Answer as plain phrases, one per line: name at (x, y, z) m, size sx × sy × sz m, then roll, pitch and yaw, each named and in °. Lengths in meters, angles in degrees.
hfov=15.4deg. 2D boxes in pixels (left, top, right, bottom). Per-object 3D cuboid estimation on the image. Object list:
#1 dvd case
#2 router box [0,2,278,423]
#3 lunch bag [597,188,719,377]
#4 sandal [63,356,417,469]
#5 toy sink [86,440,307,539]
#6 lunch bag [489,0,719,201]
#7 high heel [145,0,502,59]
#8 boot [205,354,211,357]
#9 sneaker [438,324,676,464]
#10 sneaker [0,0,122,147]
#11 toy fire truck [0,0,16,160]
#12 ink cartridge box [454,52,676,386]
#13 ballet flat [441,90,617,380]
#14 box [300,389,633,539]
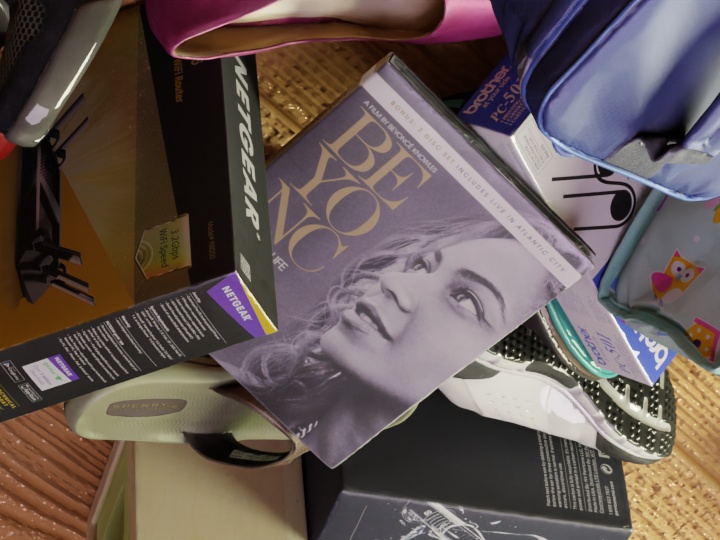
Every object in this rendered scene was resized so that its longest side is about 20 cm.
dvd case at (0.000, 0.000, 1.362) m, size 0.149 × 0.016 × 0.200 m, roll 44°, pitch 120°, yaw -11°
router box at (-0.126, -0.035, 1.299) m, size 0.157 × 0.200 × 0.052 m, roll -19°, pitch 137°, yaw 13°
lunch bag at (0.244, -0.028, 1.384) m, size 0.170 × 0.122 × 0.200 m, roll 24°, pitch 94°, yaw -42°
sandal at (-0.062, 0.082, 1.454) m, size 0.200 × 0.057 × 0.080 m, roll -4°, pitch 140°, yaw -20°
toy sink at (-0.101, 0.192, 1.553) m, size 0.112 × 0.200 × 0.131 m, roll 8°, pitch 137°, yaw -15°
lunch bag at (0.151, -0.127, 1.205) m, size 0.136 × 0.133 × 0.200 m, roll 19°, pitch 125°, yaw -32°
high heel at (-0.007, -0.123, 1.292) m, size 0.199 × 0.096 × 0.067 m, roll 12°, pitch 133°, yaw -19°
boot at (-0.091, -0.008, 1.434) m, size 0.199 × 0.073 × 0.144 m, roll 7°, pitch 137°, yaw -25°
sneaker at (0.101, 0.057, 1.536) m, size 0.200 × 0.074 × 0.080 m, roll 31°, pitch 141°, yaw -28°
sneaker at (-0.152, -0.160, 1.191) m, size 0.114 × 0.200 × 0.076 m, roll 19°, pitch 173°, yaw -14°
toy fire truck at (-0.226, -0.114, 1.226) m, size 0.200 × 0.168 × 0.112 m, roll 21°, pitch 132°, yaw -27°
ink cartridge box at (0.128, -0.040, 1.390) m, size 0.044 × 0.094 × 0.200 m, roll 19°, pitch 152°, yaw 44°
ballet flat at (0.090, -0.024, 1.440) m, size 0.068 × 0.068 × 0.200 m, roll 16°, pitch 143°, yaw 43°
box at (0.041, 0.165, 1.610) m, size 0.182 × 0.104 × 0.200 m, roll 9°, pitch 135°, yaw -14°
